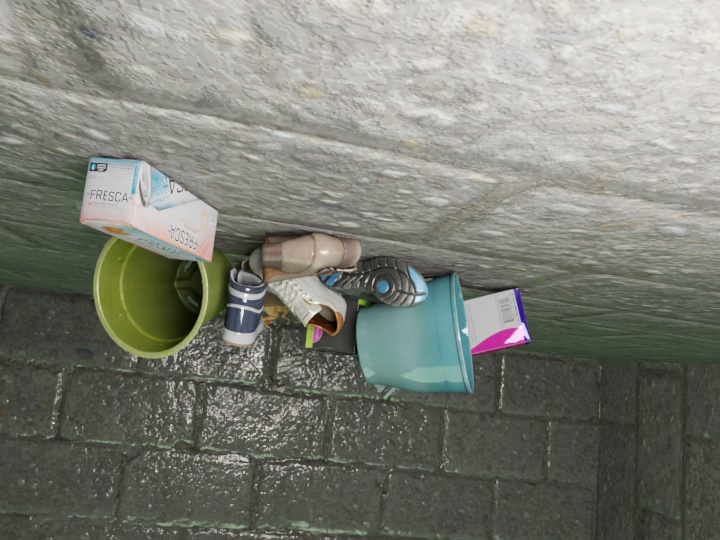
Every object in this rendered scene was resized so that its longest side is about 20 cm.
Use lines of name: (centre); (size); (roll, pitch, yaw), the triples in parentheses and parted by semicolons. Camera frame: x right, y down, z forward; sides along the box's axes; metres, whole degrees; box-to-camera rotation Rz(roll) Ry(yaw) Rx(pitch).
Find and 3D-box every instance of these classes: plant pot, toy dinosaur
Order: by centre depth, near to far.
plant pot: (-0.296, 0.025, 0.970); (0.192, 0.209, 0.190); (4, -177, 13)
plant pot: (0.093, 0.122, 1.031); (0.181, 0.208, 0.200); (-10, 168, 13)
toy dinosaur: (-0.198, 0.076, 1.247); (0.194, 0.063, 0.106); (4, 155, -35)

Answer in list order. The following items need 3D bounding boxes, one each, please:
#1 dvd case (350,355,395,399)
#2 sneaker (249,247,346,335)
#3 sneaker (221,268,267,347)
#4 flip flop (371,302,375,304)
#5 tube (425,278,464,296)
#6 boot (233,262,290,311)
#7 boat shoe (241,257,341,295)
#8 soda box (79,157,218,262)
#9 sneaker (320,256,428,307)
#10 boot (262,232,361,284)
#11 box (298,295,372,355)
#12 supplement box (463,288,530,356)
dvd case: (0.043, 0.149, 1.263); (0.201, 0.146, 0.022); (47, -179, 30)
sneaker: (-0.103, 0.036, 0.988); (0.197, 0.073, 0.086); (34, -154, -16)
sneaker: (-0.191, 0.049, 0.988); (0.067, 0.113, 0.200); (9, -173, -9)
flip flop: (0.088, 0.055, 1.168); (0.056, 0.084, 0.198); (-17, 161, 29)
tube: (0.160, 0.056, 1.203); (0.056, 0.054, 0.199); (18, 177, 22)
boot: (-0.160, 0.033, 1.239); (0.195, 0.076, 0.154); (26, -166, 10)
boat shoe: (-0.131, 0.013, 1.069); (0.196, 0.077, 0.086); (19, 172, 18)
soda box: (-0.231, -0.062, 0.673); (0.061, 0.071, 0.200); (4, 172, 9)
sneaker: (0.030, 0.018, 0.989); (0.194, 0.076, 0.081); (13, 172, 30)
boot: (-0.075, -0.017, 0.873); (0.140, 0.073, 0.200); (0, 180, -10)
box: (-0.023, 0.091, 1.172); (0.120, 0.155, 0.199); (2, 171, 21)
supplement box: (0.228, 0.113, 1.164); (0.193, 0.105, 0.103); (-14, 167, 13)
